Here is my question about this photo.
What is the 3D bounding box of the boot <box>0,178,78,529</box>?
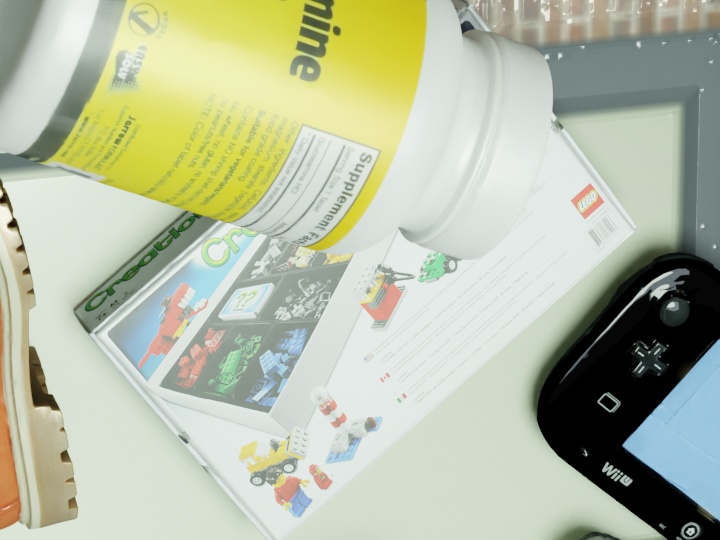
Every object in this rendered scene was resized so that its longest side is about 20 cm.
[{"bbox_3d":[-0.175,0.016,1.136,0.107,0.075,0.201,-12,112,-10],"label":"boot"}]

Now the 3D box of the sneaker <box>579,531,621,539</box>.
[{"bbox_3d":[0.129,0.203,1.302,0.087,0.075,0.201,-29,113,-3],"label":"sneaker"}]

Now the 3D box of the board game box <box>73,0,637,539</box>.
[{"bbox_3d":[0.000,0.000,1.210,0.200,0.035,0.126,-41,114,-3],"label":"board game box"}]

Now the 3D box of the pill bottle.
[{"bbox_3d":[-0.035,-0.072,1.103,0.199,0.112,0.113,17,101,-21],"label":"pill bottle"}]

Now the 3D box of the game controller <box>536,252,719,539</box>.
[{"bbox_3d":[0.168,0.078,1.290,0.200,0.042,0.105,37,92,-25],"label":"game controller"}]
